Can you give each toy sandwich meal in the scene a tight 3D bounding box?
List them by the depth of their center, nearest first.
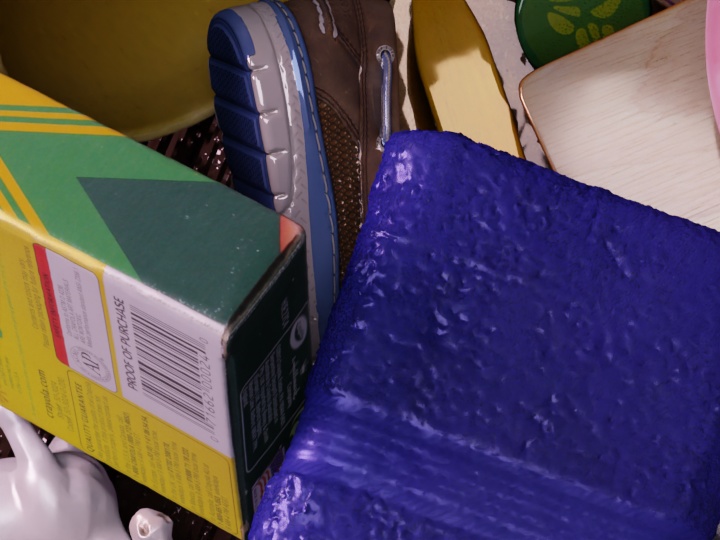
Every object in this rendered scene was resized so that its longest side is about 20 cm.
[{"bbox_3d":[0.101,-0.071,0.939,0.204,0.070,0.207,0,87,4],"label":"toy sandwich meal"}]

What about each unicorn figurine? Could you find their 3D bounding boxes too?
[{"bbox_3d":[-0.133,0.085,0.954,0.199,0.074,0.138,-18,85,21],"label":"unicorn figurine"}]

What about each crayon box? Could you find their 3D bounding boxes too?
[{"bbox_3d":[-0.110,-0.003,0.875,0.199,0.127,0.051,27,59,18],"label":"crayon box"}]

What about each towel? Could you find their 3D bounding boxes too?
[{"bbox_3d":[0.046,0.067,0.857,0.147,0.050,0.201,21,73,-7],"label":"towel"}]

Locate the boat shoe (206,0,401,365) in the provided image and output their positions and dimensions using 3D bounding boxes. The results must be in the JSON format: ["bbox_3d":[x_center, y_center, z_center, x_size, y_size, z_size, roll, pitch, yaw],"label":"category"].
[{"bbox_3d":[0.000,0.000,0.930,0.072,0.072,0.201,-14,111,-16],"label":"boat shoe"}]

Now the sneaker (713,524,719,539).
[{"bbox_3d":[0.130,0.152,0.907,0.087,0.074,0.200,-35,86,-35],"label":"sneaker"}]

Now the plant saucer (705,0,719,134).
[{"bbox_3d":[0.215,-0.067,0.896,0.199,0.051,0.202,8,70,-22],"label":"plant saucer"}]

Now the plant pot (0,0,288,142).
[{"bbox_3d":[-0.092,-0.166,0.913,0.142,0.200,0.200,41,91,28],"label":"plant pot"}]
